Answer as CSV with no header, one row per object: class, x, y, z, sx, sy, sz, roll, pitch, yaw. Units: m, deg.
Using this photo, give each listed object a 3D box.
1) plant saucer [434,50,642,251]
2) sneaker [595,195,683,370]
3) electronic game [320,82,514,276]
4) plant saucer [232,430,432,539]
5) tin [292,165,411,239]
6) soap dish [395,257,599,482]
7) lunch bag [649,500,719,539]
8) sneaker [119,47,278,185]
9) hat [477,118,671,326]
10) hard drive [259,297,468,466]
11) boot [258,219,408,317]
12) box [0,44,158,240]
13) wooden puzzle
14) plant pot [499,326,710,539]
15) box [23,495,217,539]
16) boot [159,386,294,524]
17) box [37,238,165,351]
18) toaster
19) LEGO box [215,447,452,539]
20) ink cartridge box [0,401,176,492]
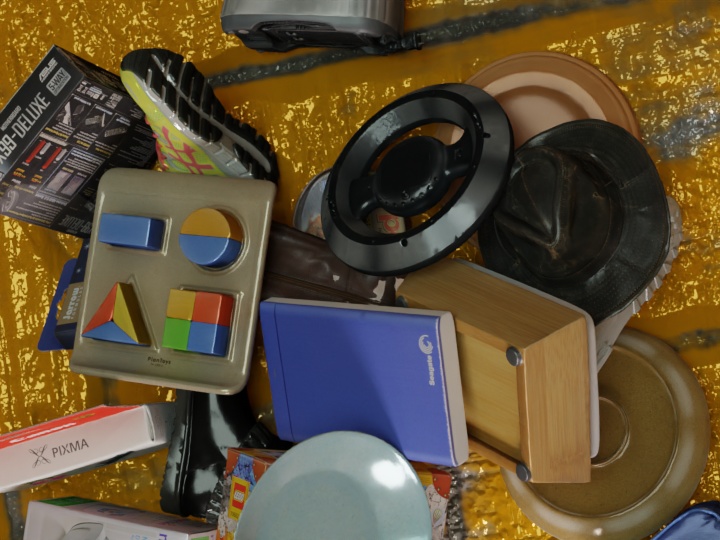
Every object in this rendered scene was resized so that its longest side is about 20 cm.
plant saucer,0.159,-0.104,1.537,0.198,0.037,0.202,-1,87,16
sneaker,0.210,0.008,1.490,0.200,0.076,0.080,-50,43,-10
electronic game,0.049,-0.083,1.498,0.199,0.042,0.201,-21,49,26
plant saucer,-0.030,0.234,1.421,0.039,0.200,0.203,8,89,57
tin,0.000,0.000,1.581,0.111,0.042,0.202,-9,85,21
soap dish,0.114,0.086,1.447,0.199,0.081,0.159,24,128,47
lunch bag,0.284,0.292,1.428,0.136,0.132,0.200,46,101,14
sneaker,-0.168,-0.125,1.575,0.090,0.200,0.079,-23,39,28
hat,0.168,-0.050,1.440,0.199,0.081,0.202,-13,65,30
hard drive,0.000,0.095,1.463,0.199,0.025,0.133,4,108,39
boot,-0.048,0.053,1.543,0.198,0.064,0.188,11,84,17
box,-0.273,-0.115,1.584,0.050,0.200,0.158,44,100,21
wooden puzzle,-0.178,0.004,1.530,0.184,0.046,0.202,6,80,23
plant pot,0.211,0.144,1.489,0.199,0.027,0.202,-7,72,24
box,-0.236,0.333,1.608,0.175,0.097,0.202,9,89,20
boot,-0.094,0.153,1.580,0.157,0.079,0.213,11,93,18
box,-0.219,0.016,1.612,0.198,0.032,0.122,-8,48,21
toaster,-0.033,-0.275,1.565,0.198,0.114,0.130,4,86,19
LEGO box,-0.027,0.243,1.493,0.077,0.199,0.150,9,91,57
ink cartridge box,-0.285,0.171,1.588,0.199,0.173,0.044,-17,82,16
